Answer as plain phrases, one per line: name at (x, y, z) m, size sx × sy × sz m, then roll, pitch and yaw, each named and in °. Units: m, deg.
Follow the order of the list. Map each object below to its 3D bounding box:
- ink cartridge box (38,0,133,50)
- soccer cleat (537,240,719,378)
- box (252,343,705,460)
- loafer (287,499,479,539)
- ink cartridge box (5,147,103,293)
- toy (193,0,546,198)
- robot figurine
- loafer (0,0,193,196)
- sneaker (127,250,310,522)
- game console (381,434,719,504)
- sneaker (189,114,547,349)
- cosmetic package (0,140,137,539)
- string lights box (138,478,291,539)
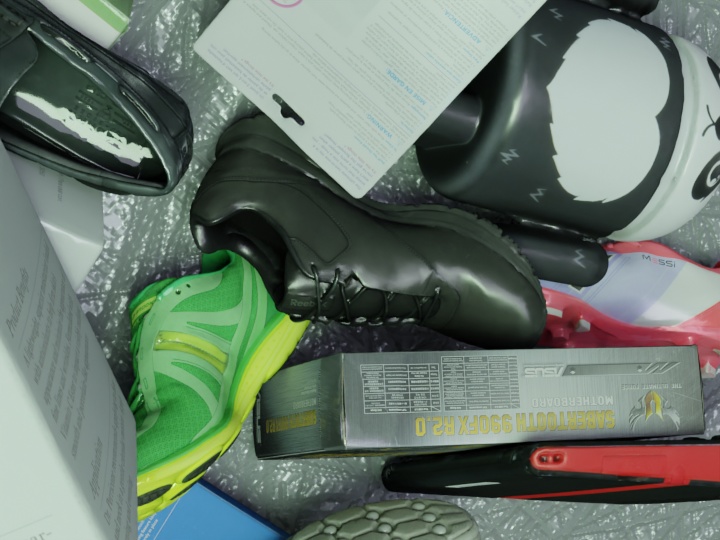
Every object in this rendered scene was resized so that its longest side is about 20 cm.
ink cartridge box at (-0.229, -0.099, 0.816) m, size 0.145 × 0.048 × 0.200 m, roll 38°, pitch 106°, yaw -21°
soccer cleat at (0.139, 0.010, 0.974) m, size 0.199 × 0.067 × 0.077 m, roll 12°, pitch 62°, yaw -17°
box at (0.058, 0.072, 0.884) m, size 0.199 × 0.158 × 0.049 m, roll 0°, pitch 82°, yaw -20°
loafer at (-0.028, 0.179, 0.853) m, size 0.199 × 0.070 × 0.070 m, roll -21°, pitch 118°, yaw -15°
ink cartridge box at (-0.239, -0.014, 0.779) m, size 0.199 × 0.085 × 0.145 m, roll 26°, pitch 109°, yaw -24°
toy at (0.024, -0.146, 0.815) m, size 0.115 × 0.047 × 0.200 m, roll 42°, pitch 116°, yaw -5°
robot figurine at (0.109, -0.086, 0.905) m, size 0.199 × 0.125 × 0.151 m, roll 14°, pitch 124°, yaw -22°
loafer at (-0.166, -0.095, 0.763) m, size 0.200 × 0.070 × 0.068 m, roll 28°, pitch 109°, yaw -17°
sneaker at (-0.094, 0.053, 0.845) m, size 0.083 × 0.074 × 0.200 m, roll 39°, pitch 40°, yaw -6°
game console at (0.126, 0.107, 0.901) m, size 0.176 × 0.200 × 0.031 m, roll 6°, pitch 78°, yaw -21°
sneaker at (0.000, 0.000, 0.862) m, size 0.199 × 0.076 × 0.091 m, roll 25°, pitch 45°, yaw 5°
cosmetic package at (-0.201, 0.045, 0.665) m, size 0.164 × 0.165 × 0.201 m, roll -22°, pitch 111°, yaw 1°
string lights box at (-0.119, 0.150, 0.884) m, size 0.200 × 0.059 × 0.103 m, roll 36°, pitch 83°, yaw -22°
